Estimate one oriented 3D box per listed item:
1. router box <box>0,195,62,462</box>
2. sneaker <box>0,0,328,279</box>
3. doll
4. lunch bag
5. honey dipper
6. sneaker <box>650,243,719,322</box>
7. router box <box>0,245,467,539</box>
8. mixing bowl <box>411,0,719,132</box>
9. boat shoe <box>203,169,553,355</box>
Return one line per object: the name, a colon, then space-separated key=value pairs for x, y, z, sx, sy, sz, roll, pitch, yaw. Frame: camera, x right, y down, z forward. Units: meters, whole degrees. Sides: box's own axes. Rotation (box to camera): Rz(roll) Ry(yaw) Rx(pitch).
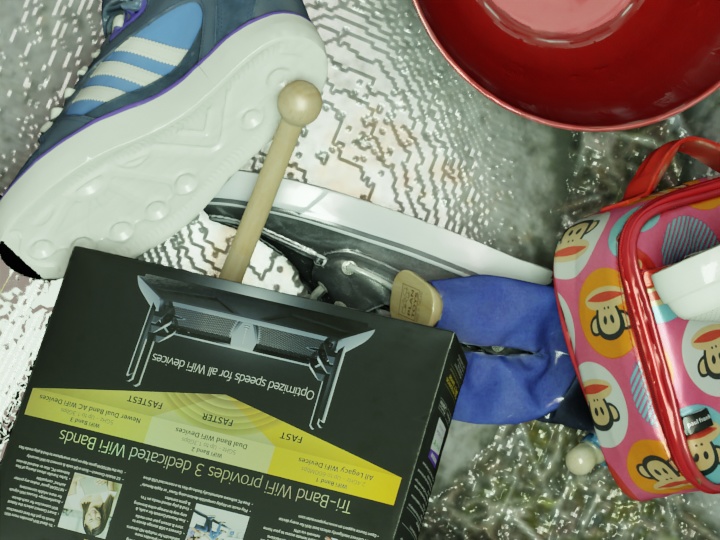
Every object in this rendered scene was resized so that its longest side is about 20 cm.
router box: x=-0.237 y=0.047 z=1.242 sx=0.149 sy=0.051 sz=0.200 roll=28 pitch=87 yaw=-3
sneaker: x=-0.118 y=-0.098 z=1.233 sx=0.200 sy=0.146 sz=0.081 roll=-36 pitch=136 yaw=5
doll: x=0.109 y=0.037 z=1.242 sx=0.200 sy=0.048 sz=0.137 roll=6 pitch=92 yaw=-32
lunch bag: x=0.194 y=0.015 z=1.235 sx=0.200 sy=0.082 sz=0.176 roll=-16 pitch=89 yaw=-38
honey dipper: x=-0.060 y=-0.011 z=1.215 sx=0.038 sy=0.038 sz=0.200 roll=20 pitch=123 yaw=-5
sneaker: x=0.230 y=0.030 z=1.160 sx=0.200 sy=0.074 sz=0.116 roll=-9 pitch=82 yaw=-40
router box: x=-0.065 y=0.087 z=1.148 sx=0.200 sy=0.052 sz=0.157 roll=13 pitch=73 yaw=15
mixing bowl: x=0.113 y=-0.170 z=1.246 sx=0.200 sy=0.108 sz=0.200 roll=0 pitch=92 yaw=-6
boat shoe: x=0.000 y=0.000 z=1.260 sx=0.200 sy=0.072 sz=0.068 roll=19 pitch=87 yaw=-12
